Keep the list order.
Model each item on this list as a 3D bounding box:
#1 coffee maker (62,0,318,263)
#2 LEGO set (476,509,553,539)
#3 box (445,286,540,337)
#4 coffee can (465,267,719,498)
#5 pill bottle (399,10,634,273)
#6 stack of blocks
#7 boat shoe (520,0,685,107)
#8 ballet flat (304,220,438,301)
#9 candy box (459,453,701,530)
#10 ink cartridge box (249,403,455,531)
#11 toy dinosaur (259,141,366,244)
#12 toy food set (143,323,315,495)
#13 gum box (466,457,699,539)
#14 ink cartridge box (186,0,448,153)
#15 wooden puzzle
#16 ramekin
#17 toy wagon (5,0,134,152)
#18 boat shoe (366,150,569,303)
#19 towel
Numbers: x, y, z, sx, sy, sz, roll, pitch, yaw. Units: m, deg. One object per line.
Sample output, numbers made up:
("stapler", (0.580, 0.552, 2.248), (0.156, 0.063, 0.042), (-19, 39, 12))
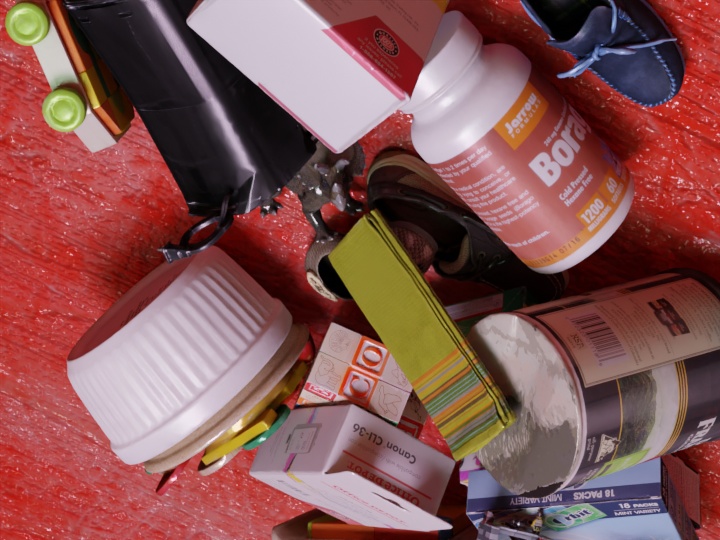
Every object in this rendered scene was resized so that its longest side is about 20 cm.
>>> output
("coffee maker", (-0.125, -0.151, 1.234), (0.134, 0.193, 0.201), (-17, 124, 24))
("LEGO set", (0.148, 0.262, 1.384), (0.198, 0.117, 0.154), (15, 177, -6))
("box", (0.139, 0.094, 1.434), (0.117, 0.049, 0.200), (-14, 138, 27))
("coffee can", (0.197, 0.087, 1.300), (0.146, 0.199, 0.148), (22, 118, 51))
("pill bottle", (0.111, -0.101, 1.255), (0.112, 0.113, 0.200), (-31, 116, 36))
("stack of blocks", (0.003, 0.119, 1.456), (0.114, 0.059, 0.200), (23, 162, 0))
("boat shoe", (0.157, -0.183, 1.199), (0.199, 0.069, 0.084), (37, 131, -14))
("ballet flat", (0.000, 0.000, 1.377), (0.067, 0.047, 0.200), (39, 157, -19))
("candy box", (0.201, 0.188, 1.467), (0.136, 0.061, 0.200), (-22, 138, 34))
("ink cartridge box", (0.000, 0.170, 1.401), (0.116, 0.068, 0.200), (30, 162, -22))
("toy dinosaur", (-0.054, -0.086, 1.359), (0.199, 0.077, 0.103), (25, 139, 43))
("toy food set", (-0.120, 0.122, 1.464), (0.199, 0.198, 0.049), (-31, 104, 34))
("gum box", (0.203, 0.230, 1.434), (0.169, 0.045, 0.200), (-7, 146, 20))
("ink cartridge box", (-0.016, -0.205, 1.149), (0.145, 0.201, 0.083), (39, 133, -17))
("wooden puzzle", (0.035, 0.247, 1.559), (0.198, 0.185, 0.038), (3, 91, 18))
("ramekin", (-0.168, 0.066, 1.440), (0.200, 0.200, 0.105), (-31, 104, 36))
("toy wagon", (-0.234, -0.193, 1.260), (0.039, 0.155, 0.201), (-19, 105, 8))
("boat shoe", (0.085, -0.020, 1.365), (0.199, 0.065, 0.073), (31, 132, -9))
("towel", (0.044, 0.053, 1.283), (0.201, 0.018, 0.086), (57, 141, 9))
